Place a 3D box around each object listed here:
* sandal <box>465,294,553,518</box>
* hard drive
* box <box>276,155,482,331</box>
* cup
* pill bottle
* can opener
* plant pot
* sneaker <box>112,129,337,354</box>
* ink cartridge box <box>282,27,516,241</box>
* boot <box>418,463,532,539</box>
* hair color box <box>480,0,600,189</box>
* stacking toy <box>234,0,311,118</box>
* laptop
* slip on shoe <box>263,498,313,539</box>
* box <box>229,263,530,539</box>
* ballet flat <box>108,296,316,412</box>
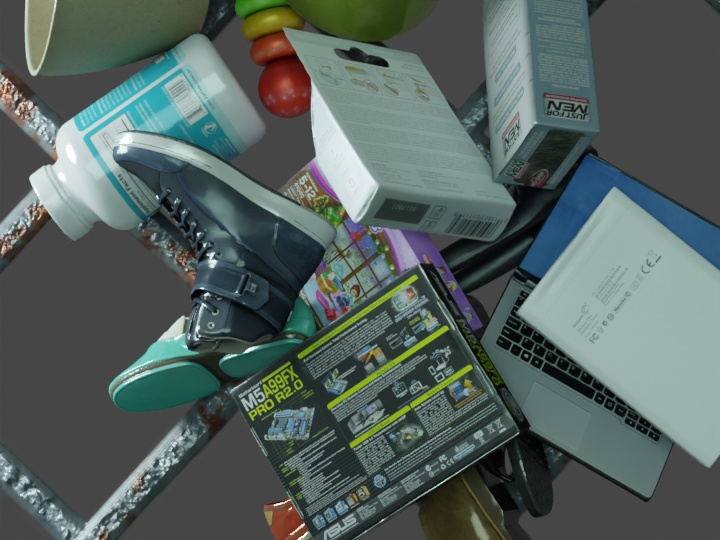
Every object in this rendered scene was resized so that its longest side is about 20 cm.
[{"bbox_3d":[0.113,0.120,1.440,0.048,0.075,0.202,-27,71,21],"label":"sandal"},{"bbox_3d":[0.245,0.046,1.375,0.200,0.027,0.132,39,86,2],"label":"hard drive"},{"bbox_3d":[0.000,0.000,1.446,0.137,0.039,0.201,-38,77,34],"label":"box"},{"bbox_3d":[-0.210,-0.265,1.481,0.142,0.200,0.202,4,81,-20],"label":"cup"},{"bbox_3d":[-0.190,-0.111,1.481,0.199,0.111,0.111,-34,80,1],"label":"pill bottle"},{"bbox_3d":[0.136,-0.032,1.467,0.200,0.079,0.063,-38,118,3],"label":"can opener"},{"bbox_3d":[0.031,-0.314,1.408,0.185,0.200,0.189,4,77,-21],"label":"plant pot"},{"bbox_3d":[-0.137,-0.017,1.387,0.201,0.077,0.147,28,76,-4],"label":"sneaker"},{"bbox_3d":[0.024,-0.114,1.426,0.057,0.162,0.200,-58,47,28],"label":"ink cartridge box"},{"bbox_3d":[0.121,0.259,1.414,0.075,0.074,0.201,-37,66,12],"label":"boot"},{"bbox_3d":[0.150,-0.182,1.425,0.060,0.099,0.202,7,62,-15],"label":"hair color box"},{"bbox_3d":[-0.083,-0.235,1.509,0.085,0.085,0.202,-11,86,5],"label":"stacking toy"},{"bbox_3d":[0.212,0.046,1.392,0.186,0.116,0.201,30,58,1],"label":"laptop"},{"bbox_3d":[-0.002,0.166,1.440,0.200,0.074,0.061,-41,83,4],"label":"slip on shoe"},{"bbox_3d":[0.015,0.114,1.375,0.199,0.044,0.161,-35,79,14],"label":"box"},{"bbox_3d":[-0.128,0.067,1.470,0.199,0.067,0.071,-18,50,17],"label":"ballet flat"}]
